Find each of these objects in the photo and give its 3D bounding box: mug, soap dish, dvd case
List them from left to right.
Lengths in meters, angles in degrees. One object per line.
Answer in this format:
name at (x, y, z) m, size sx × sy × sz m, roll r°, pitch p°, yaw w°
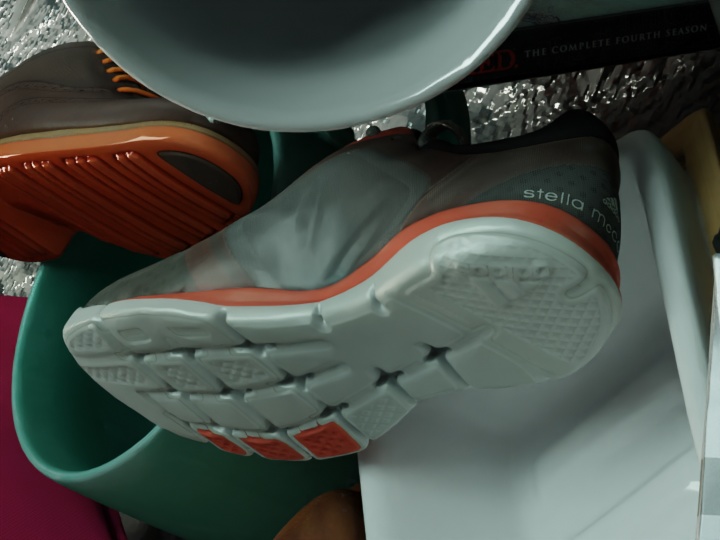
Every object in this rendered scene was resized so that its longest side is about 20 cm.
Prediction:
mug at (-0.043, -0.132, 0.799) m, size 0.175 × 0.199 × 0.148 m, roll -92°, pitch 2°, yaw -73°
mug at (-0.023, 0.017, 0.951) m, size 0.185 × 0.114 × 0.152 m, roll -33°, pitch 42°, yaw 38°
dvd case at (0.023, -0.099, 0.914) m, size 0.146 × 0.199 × 0.022 m, roll -127°, pitch 31°, yaw -56°
soap dish at (0.076, 0.074, 0.795) m, size 0.157 × 0.081 × 0.200 m, roll -42°, pitch 38°, yaw 31°

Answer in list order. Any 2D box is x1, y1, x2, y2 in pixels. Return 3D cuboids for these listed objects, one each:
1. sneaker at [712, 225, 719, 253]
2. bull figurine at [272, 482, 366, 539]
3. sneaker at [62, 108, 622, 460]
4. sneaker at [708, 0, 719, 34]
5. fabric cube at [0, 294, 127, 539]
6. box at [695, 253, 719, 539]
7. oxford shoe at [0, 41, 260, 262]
sneaker at (0.132, 0.015, 0.726) m, size 0.200 × 0.082 × 0.071 m, roll -82°, pitch 17°, yaw -48°
bull figurine at (-0.036, 0.163, 0.891) m, size 0.200 × 0.065 × 0.121 m, roll -61°, pitch 27°, yaw 19°
sneaker at (0.000, 0.000, 0.821) m, size 0.200 × 0.077 × 0.082 m, roll -11°, pitch 45°, yaw 35°
sneaker at (0.154, -0.125, 0.856) m, size 0.099 × 0.075 × 0.200 m, roll -10°, pitch 37°, yaw 9°
fabric cube at (-0.212, 0.130, 1.010) m, size 0.196 × 0.199 × 0.201 m, roll -117°, pitch 38°, yaw -54°
box at (0.149, 0.098, 0.601) m, size 0.155 × 0.041 × 0.201 m, roll 0°, pitch 77°, yaw 22°
oxford shoe at (-0.091, -0.049, 0.925) m, size 0.200 × 0.071 × 0.073 m, roll 0°, pitch 61°, yaw 55°
